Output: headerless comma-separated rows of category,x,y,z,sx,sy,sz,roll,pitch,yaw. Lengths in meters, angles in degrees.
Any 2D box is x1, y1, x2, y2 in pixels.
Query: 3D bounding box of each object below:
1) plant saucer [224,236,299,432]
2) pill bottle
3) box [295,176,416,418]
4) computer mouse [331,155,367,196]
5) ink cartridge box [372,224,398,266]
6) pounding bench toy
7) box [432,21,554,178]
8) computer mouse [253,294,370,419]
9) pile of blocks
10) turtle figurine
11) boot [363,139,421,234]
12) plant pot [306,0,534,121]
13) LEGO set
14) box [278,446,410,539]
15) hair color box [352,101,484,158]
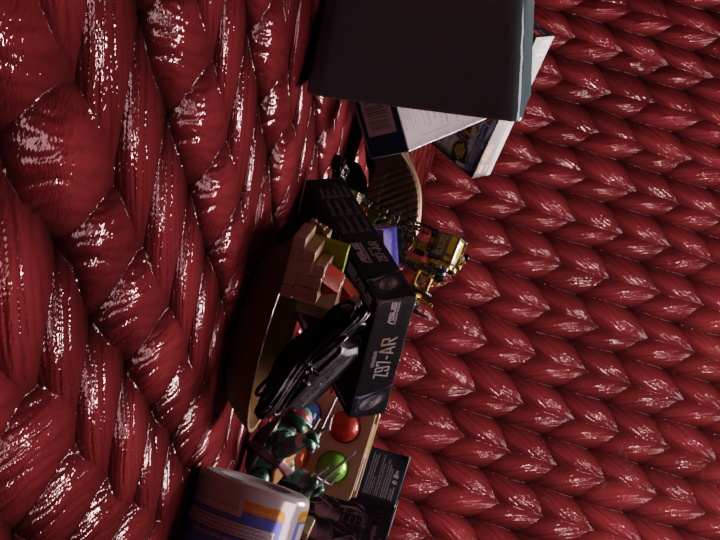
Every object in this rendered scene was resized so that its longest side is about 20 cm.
plant saucer,-0.092,0.054,1.415,0.200,0.035,0.201,16,90,-85
pill bottle,-0.127,0.294,1.376,0.112,0.112,0.201,59,49,-84
box,-0.015,0.026,1.517,0.200,0.043,0.161,-120,-147,-42
computer mouse,-0.012,-0.109,1.811,0.200,0.034,0.059,26,82,-85
ink cartridge box,0.000,0.000,1.577,0.200,0.039,0.100,-169,-105,-66
pounding bench toy,-0.062,0.266,1.978,0.156,0.124,0.201,66,41,-83
box,0.138,-0.233,1.780,0.040,0.137,0.201,-12,135,-44
computer mouse,-0.049,0.081,1.381,0.138,0.053,0.200,-45,171,-3
pile of blocks,-0.028,0.002,1.391,0.200,0.062,0.083,70,37,-82
turtle figurine,-0.089,0.226,1.684,0.200,0.100,0.150,-57,156,-15
boot,0.048,-0.116,1.886,0.166,0.072,0.201,23,57,-79
plant pot,0.071,-0.260,1.359,0.196,0.195,0.201,-58,156,-73
LEGO set,0.021,-0.005,1.733,0.116,0.199,0.154,-67,-167,-11
box,-0.036,0.357,2.259,0.104,0.181,0.201,-68,173,-45
hair color box,0.076,-0.201,1.669,0.200,0.060,0.101,-26,104,-48
